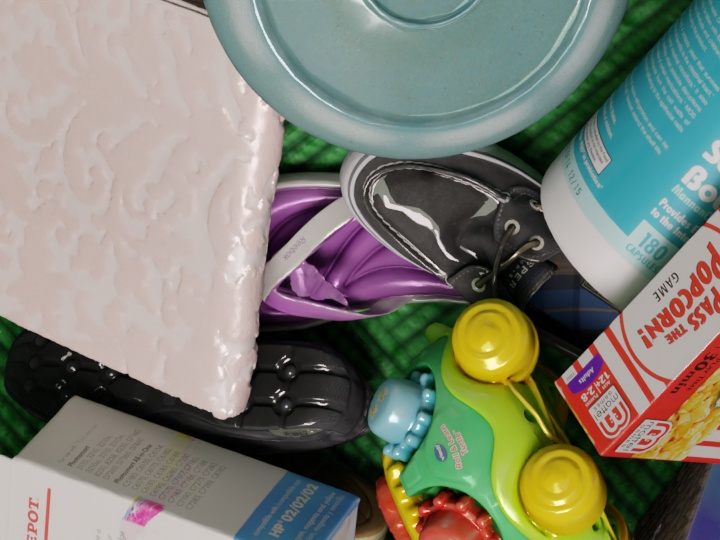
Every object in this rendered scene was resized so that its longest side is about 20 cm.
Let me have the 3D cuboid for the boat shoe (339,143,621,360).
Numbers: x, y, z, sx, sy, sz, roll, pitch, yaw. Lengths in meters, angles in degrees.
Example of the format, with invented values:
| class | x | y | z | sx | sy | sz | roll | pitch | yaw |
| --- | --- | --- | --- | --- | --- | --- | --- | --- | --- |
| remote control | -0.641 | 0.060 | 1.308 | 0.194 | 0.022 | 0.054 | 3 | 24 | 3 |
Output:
| class | x | y | z | sx | sy | sz | roll | pitch | yaw |
| --- | --- | --- | --- | --- | --- | --- | --- | --- | --- |
| boat shoe | 0.080 | 0.000 | 1.301 | 0.199 | 0.066 | 0.070 | 33 | 107 | -18 |

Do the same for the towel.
| class | x | y | z | sx | sy | sz | roll | pitch | yaw |
| --- | --- | --- | --- | --- | --- | --- | --- | --- | --- |
| towel | -0.120 | -0.050 | 1.333 | 0.190 | 0.032 | 0.201 | 22 | 119 | 28 |

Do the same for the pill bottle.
| class | x | y | z | sx | sy | sz | roll | pitch | yaw |
| --- | --- | --- | --- | --- | --- | --- | --- | --- | --- |
| pill bottle | 0.179 | -0.073 | 1.247 | 0.111 | 0.111 | 0.200 | 37 | 118 | -6 |

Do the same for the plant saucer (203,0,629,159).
| class | x | y | z | sx | sy | sz | roll | pitch | yaw |
| --- | --- | --- | --- | --- | --- | --- | --- | --- | --- |
| plant saucer | 0.027 | -0.140 | 1.221 | 0.199 | 0.027 | 0.202 | -2 | 111 | -4 |

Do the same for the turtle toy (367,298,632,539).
| class | x | y | z | sx | sy | sz | roll | pitch | yaw |
| --- | --- | --- | --- | --- | --- | --- | --- | --- | --- |
| turtle toy | 0.066 | 0.114 | 1.277 | 0.101 | 0.146 | 0.201 | -25 | 68 | 3 |

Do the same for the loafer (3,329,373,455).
| class | x | y | z | sx | sy | sz | roll | pitch | yaw |
| --- | --- | --- | --- | --- | --- | --- | --- | --- | --- |
| loafer | -0.087 | 0.063 | 1.396 | 0.199 | 0.070 | 0.069 | 5 | 73 | 25 |

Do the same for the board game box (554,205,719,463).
| class | x | y | z | sx | sy | sz | roll | pitch | yaw |
| --- | --- | --- | --- | --- | --- | --- | --- | --- | --- |
| board game box | 0.204 | 0.023 | 1.250 | 0.152 | 0.199 | 0.046 | -49 | 56 | 27 |

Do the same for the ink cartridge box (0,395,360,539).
| class | x | y | z | sx | sy | sz | roll | pitch | yaw |
| --- | --- | --- | --- | --- | --- | --- | --- | --- | --- |
| ink cartridge box | -0.107 | 0.139 | 1.354 | 0.199 | 0.068 | 0.116 | 18 | 123 | 16 |

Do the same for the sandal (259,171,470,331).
| class | x | y | z | sx | sy | sz | roll | pitch | yaw |
| --- | --- | --- | --- | --- | --- | --- | --- | --- | --- |
| sandal | -0.002 | -0.007 | 1.352 | 0.201 | 0.050 | 0.083 | -8 | 113 | 14 |

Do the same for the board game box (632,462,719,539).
| class | x | y | z | sx | sy | sz | roll | pitch | yaw |
| --- | --- | --- | --- | --- | --- | --- | --- | --- | --- |
| board game box | 0.220 | 0.192 | 1.326 | 0.199 | 0.160 | 0.097 | 32 | 128 | -2 |

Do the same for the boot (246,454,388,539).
| class | x | y | z | sx | sy | sz | roll | pitch | yaw |
| --- | --- | --- | --- | --- | --- | --- | --- | --- | --- |
| boot | -0.077 | 0.173 | 1.443 | 0.199 | 0.073 | 0.156 | 3 | 115 | 14 |
